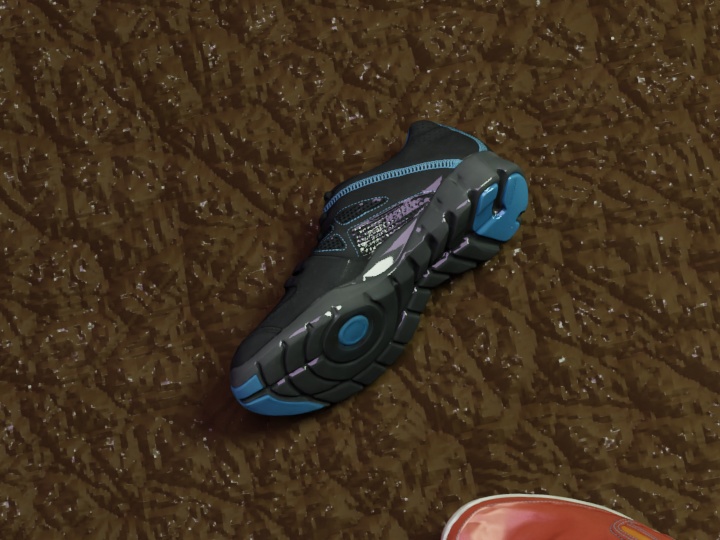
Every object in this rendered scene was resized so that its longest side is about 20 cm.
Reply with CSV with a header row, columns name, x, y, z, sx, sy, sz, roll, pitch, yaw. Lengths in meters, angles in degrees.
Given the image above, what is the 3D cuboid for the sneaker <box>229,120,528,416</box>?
name,x,y,z,sx,sy,sz,roll,pitch,yaw
sneaker,0.000,0.000,1.445,0.200,0.073,0.082,-41,52,-11

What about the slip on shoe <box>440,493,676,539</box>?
name,x,y,z,sx,sy,sz,roll,pitch,yaw
slip on shoe,0.135,0.161,1.357,0.200,0.061,0.074,18,77,18
